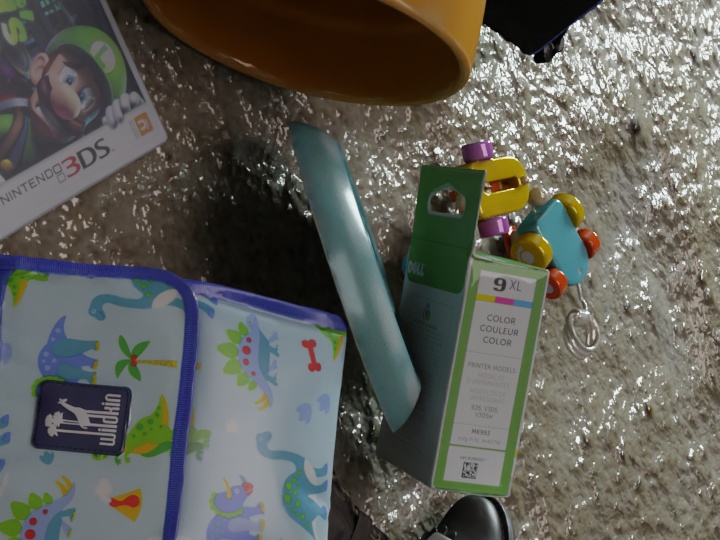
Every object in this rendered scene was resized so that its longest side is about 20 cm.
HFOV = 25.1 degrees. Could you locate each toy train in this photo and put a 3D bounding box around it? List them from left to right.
[{"bbox_3d":[0.097,-0.008,1.178,0.200,0.056,0.151,23,67,-41],"label":"toy train"}]

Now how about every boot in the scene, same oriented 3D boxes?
[{"bbox_3d":[0.011,0.177,1.021,0.174,0.069,0.200,54,48,-27],"label":"boot"}]

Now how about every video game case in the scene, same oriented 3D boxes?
[{"bbox_3d":[-0.206,-0.126,0.875,0.182,0.023,0.200,-39,111,-47],"label":"video game case"}]

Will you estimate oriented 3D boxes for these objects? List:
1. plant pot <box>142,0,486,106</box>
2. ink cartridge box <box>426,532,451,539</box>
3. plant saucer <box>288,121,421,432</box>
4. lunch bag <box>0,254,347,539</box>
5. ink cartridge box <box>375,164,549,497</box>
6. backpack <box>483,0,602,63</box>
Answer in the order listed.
[{"bbox_3d":[-0.011,-0.221,0.963,0.200,0.200,0.184,27,73,-43],"label":"plant pot"},{"bbox_3d":[0.025,0.272,0.960,0.200,0.067,0.117,-46,118,-14],"label":"ink cartridge box"},{"bbox_3d":[0.000,0.000,0.989,0.200,0.027,0.201,-19,90,-88],"label":"plant saucer"},{"bbox_3d":[-0.115,0.092,0.862,0.200,0.127,0.170,15,69,-28],"label":"lunch bag"},{"bbox_3d":[0.068,0.036,1.041,0.059,0.104,0.200,8,93,-20],"label":"ink cartridge box"},{"bbox_3d":[0.143,-0.289,1.205,0.134,0.183,0.200,27,45,-28],"label":"backpack"}]
